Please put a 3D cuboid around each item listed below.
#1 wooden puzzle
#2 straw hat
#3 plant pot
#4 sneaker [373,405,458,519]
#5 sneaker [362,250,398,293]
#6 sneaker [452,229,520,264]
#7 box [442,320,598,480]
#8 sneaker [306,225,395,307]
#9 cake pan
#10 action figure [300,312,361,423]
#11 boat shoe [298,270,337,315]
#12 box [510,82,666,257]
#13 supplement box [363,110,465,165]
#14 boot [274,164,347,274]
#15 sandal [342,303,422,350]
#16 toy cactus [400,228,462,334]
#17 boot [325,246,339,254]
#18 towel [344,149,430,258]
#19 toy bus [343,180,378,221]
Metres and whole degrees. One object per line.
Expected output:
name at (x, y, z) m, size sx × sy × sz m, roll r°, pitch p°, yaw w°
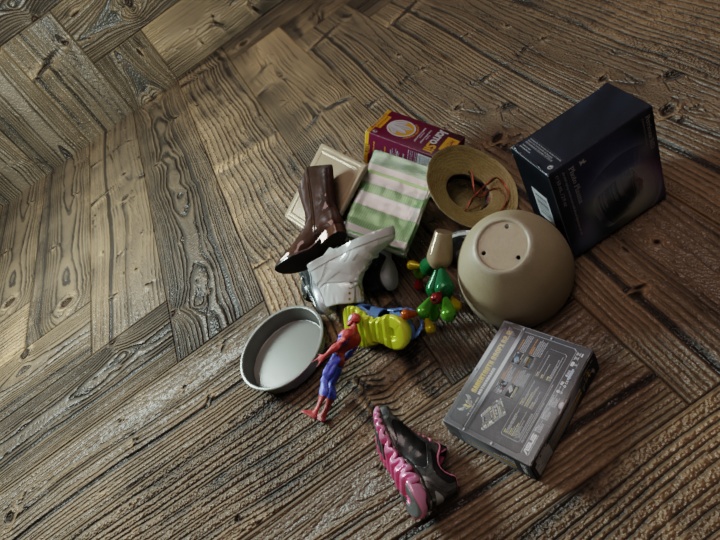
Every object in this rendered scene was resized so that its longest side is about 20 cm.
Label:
wooden puzzle at (-0.074, -0.167, 1.307) m, size 0.199 × 0.037 × 0.187 m, roll 36°, pitch 99°, yaw 49°
straw hat at (0.210, -0.147, 1.211) m, size 0.203 × 0.199 × 0.085 m, roll -62°, pitch 3°, yaw -28°
plant pot at (0.244, -0.019, 0.984) m, size 0.197 × 0.134 × 0.204 m, roll -8°, pitch 68°, yaw 22°
sneaker at (0.083, 0.282, 0.925) m, size 0.094 × 0.080 × 0.201 m, roll -18°, pitch 39°, yaw -13°
sneaker at (0.014, -0.031, 1.255) m, size 0.112 × 0.076 × 0.202 m, roll -19°, pitch 45°, yaw 15°
sneaker at (0.226, -0.023, 1.103) m, size 0.197 × 0.076 × 0.089 m, roll -5°, pitch 54°, yaw 32°
box at (0.241, 0.187, 0.906) m, size 0.157 × 0.049 × 0.201 m, roll 17°, pitch 62°, yaw 44°
sneaker at (0.000, 0.000, 1.158) m, size 0.198 × 0.073 × 0.117 m, roll -27°, pitch 84°, yaw 25°
cake pan at (-0.154, 0.163, 1.219) m, size 0.198 × 0.037 × 0.202 m, roll -19°, pitch 43°, yaw 19°
action figure at (-0.047, 0.170, 1.086) m, size 0.051 × 0.065 × 0.202 m, roll 19°, pitch 77°, yaw 34°
boat shoe at (-0.098, 0.038, 1.285) m, size 0.056 × 0.069 × 0.201 m, roll -37°, pitch 34°, yaw 10°
box at (0.393, -0.168, 1.022) m, size 0.197 × 0.201 × 0.124 m, roll -34°, pitch 39°, yaw 2°
supplement box at (0.118, -0.268, 1.332) m, size 0.198 × 0.086 × 0.111 m, roll 24°, pitch 49°, yaw 20°
boot at (-0.116, -0.112, 1.249) m, size 0.185 × 0.064 × 0.202 m, roll -29°, pitch 56°, yaw 19°
sandal at (0.043, 0.102, 1.124) m, size 0.086 × 0.081 × 0.198 m, roll -16°, pitch 16°, yaw -38°
toy cactus at (0.125, 0.009, 1.055) m, size 0.100 × 0.168 × 0.201 m, roll 5°, pitch 21°, yaw -2°
boot at (-0.067, -0.034, 1.308) m, size 0.072 × 0.091 × 0.202 m, roll -23°, pitch 43°, yaw 11°
towel at (0.061, -0.139, 1.216) m, size 0.150 × 0.023 × 0.203 m, roll 19°, pitch 76°, yaw 15°
toy bus at (-0.020, -0.159, 1.333) m, size 0.198 × 0.065 × 0.079 m, roll -7°, pitch 51°, yaw 41°
